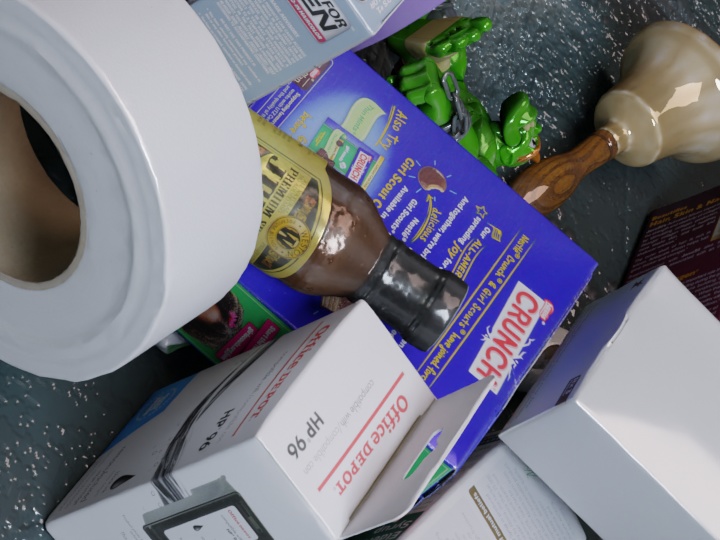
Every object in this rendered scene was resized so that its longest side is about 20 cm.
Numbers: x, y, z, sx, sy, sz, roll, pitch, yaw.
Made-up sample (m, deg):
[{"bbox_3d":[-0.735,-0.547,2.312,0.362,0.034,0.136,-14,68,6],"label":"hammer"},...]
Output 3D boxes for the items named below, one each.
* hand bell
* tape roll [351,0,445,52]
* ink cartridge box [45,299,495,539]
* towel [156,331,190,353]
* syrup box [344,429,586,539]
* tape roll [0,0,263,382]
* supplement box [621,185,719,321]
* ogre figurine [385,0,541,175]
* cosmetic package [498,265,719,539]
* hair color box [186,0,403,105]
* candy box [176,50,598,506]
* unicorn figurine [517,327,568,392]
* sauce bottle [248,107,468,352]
[{"bbox_3d":[0.153,-0.078,1.518,0.200,0.104,0.104,-33,97,-37],"label":"hand bell"},{"bbox_3d":[0.030,-0.219,1.342,0.085,0.200,0.200,51,42,-18],"label":"tape roll"},{"bbox_3d":[-0.044,0.086,1.111,0.068,0.200,0.116,53,41,-14],"label":"ink cartridge box"},{"bbox_3d":[-0.097,-0.062,1.264,0.152,0.023,0.201,-16,84,-49],"label":"towel"},{"bbox_3d":[0.032,0.168,1.249,0.200,0.079,0.082,-36,99,-49],"label":"syrup box"},{"bbox_3d":[-0.143,-0.054,1.067,0.071,0.202,0.203,-35,98,-43],"label":"tape roll"},{"bbox_3d":[0.229,0.035,1.505,0.086,0.110,0.200,48,43,-21],"label":"supplement box"},{"bbox_3d":[0.048,-0.102,1.374,0.098,0.200,0.120,-24,117,-11],"label":"ogre figurine"},{"bbox_3d":[0.187,0.110,1.267,0.200,0.081,0.113,45,55,-7],"label":"cosmetic package"},{"bbox_3d":[-0.056,-0.126,1.169,0.061,0.200,0.099,54,42,-14],"label":"hair color box"},{"bbox_3d":[0.000,0.000,1.218,0.200,0.077,0.169,40,52,-2],"label":"candy box"},{"bbox_3d":[0.119,0.060,1.378,0.200,0.137,0.074,28,60,-18],"label":"unicorn figurine"},{"bbox_3d":[-0.039,-0.032,1.126,0.200,0.065,0.065,32,47,-4],"label":"sauce bottle"}]
